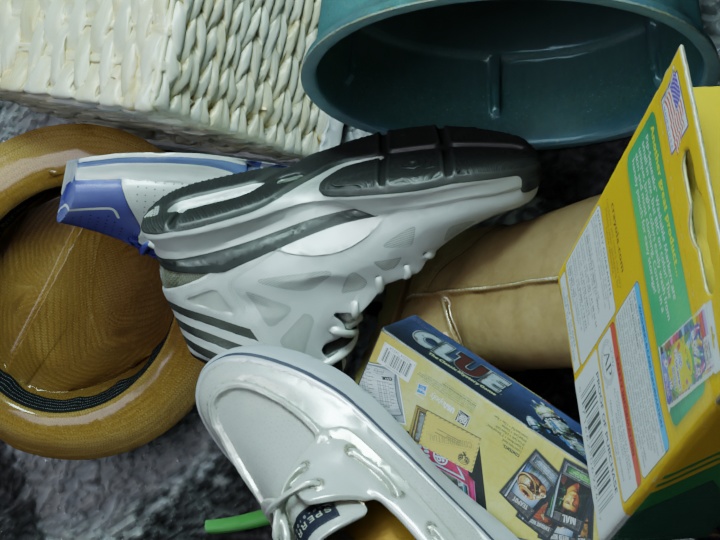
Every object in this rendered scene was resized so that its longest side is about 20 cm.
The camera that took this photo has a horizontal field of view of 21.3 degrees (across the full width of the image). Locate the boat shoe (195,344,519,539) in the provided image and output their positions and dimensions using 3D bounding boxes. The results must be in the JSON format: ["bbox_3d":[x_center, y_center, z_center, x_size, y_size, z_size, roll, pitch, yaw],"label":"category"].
[{"bbox_3d":[-0.009,0.108,0.877,0.200,0.070,0.071,41,119,18],"label":"boat shoe"}]

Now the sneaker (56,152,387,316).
[{"bbox_3d":[-0.062,-0.002,1.018,0.081,0.198,0.116,-166,82,-79],"label":"sneaker"}]

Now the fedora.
[{"bbox_3d":[-0.158,0.008,1.112,0.200,0.082,0.202,2,103,10],"label":"fedora"}]

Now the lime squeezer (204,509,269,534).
[{"bbox_3d":[-0.016,0.100,1.048,0.200,0.038,0.071,-49,60,21],"label":"lime squeezer"}]

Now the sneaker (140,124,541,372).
[{"bbox_3d":[0.000,0.000,0.963,0.200,0.076,0.116,-12,113,6],"label":"sneaker"}]

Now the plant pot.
[{"bbox_3d":[0.071,-0.183,0.941,0.200,0.200,0.197,-11,70,33],"label":"plant pot"}]

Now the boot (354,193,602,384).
[{"bbox_3d":[0.085,0.041,0.929,0.200,0.066,0.176,-9,67,47],"label":"boot"}]

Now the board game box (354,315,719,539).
[{"bbox_3d":[0.071,0.131,0.895,0.200,0.035,0.136,34,116,22],"label":"board game box"}]

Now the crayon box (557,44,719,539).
[{"bbox_3d":[0.130,0.016,0.740,0.051,0.200,0.126,-3,66,-8],"label":"crayon box"}]

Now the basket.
[{"bbox_3d":[-0.112,-0.175,1.075,0.198,0.161,0.201,11,89,36],"label":"basket"}]
